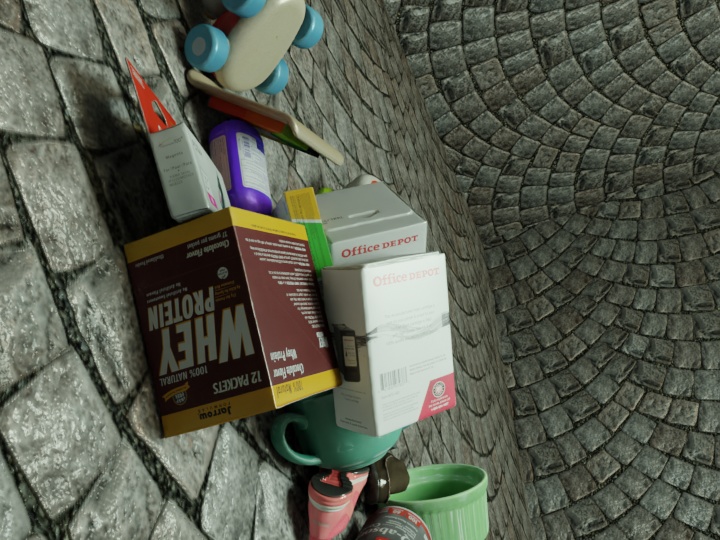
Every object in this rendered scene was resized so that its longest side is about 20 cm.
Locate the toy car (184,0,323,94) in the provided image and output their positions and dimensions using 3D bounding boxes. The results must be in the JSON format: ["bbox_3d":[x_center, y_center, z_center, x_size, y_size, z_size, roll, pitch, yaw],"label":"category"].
[{"bbox_3d":[-0.192,-0.390,1.043,0.201,0.177,0.184,49,21,19],"label":"toy car"}]

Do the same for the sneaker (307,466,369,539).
[{"bbox_3d":[-0.040,0.320,0.987,0.200,0.073,0.088,7,96,-79],"label":"sneaker"}]

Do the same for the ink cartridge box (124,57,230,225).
[{"bbox_3d":[-0.193,-0.126,0.793,0.200,0.043,0.176,95,-22,-83],"label":"ink cartridge box"}]

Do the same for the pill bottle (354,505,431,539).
[{"bbox_3d":[0.032,0.429,0.999,0.200,0.114,0.118,-22,95,-74],"label":"pill bottle"}]

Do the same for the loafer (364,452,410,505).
[{"bbox_3d":[0.045,0.326,1.131,0.200,0.070,0.074,29,63,-85],"label":"loafer"}]

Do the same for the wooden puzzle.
[{"bbox_3d":[-0.135,-0.212,1.017,0.038,0.198,0.185,-62,160,4],"label":"wooden puzzle"}]

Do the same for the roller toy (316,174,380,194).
[{"bbox_3d":[0.020,-0.079,1.319,0.199,0.139,0.184,17,43,-60],"label":"roller toy"}]

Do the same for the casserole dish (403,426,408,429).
[{"bbox_3d":[0.067,0.202,1.259,0.122,0.038,0.202,-95,174,-45],"label":"casserole dish"}]

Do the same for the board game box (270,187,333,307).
[{"bbox_3d":[-0.087,-0.013,0.974,0.200,0.040,0.156,151,-75,-71],"label":"board game box"}]

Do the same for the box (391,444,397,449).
[{"bbox_3d":[0.005,0.207,1.228,0.158,0.050,0.203,40,38,-62],"label":"box"}]

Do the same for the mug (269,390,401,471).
[{"bbox_3d":[-0.032,0.212,0.979,0.152,0.182,0.116,-166,-121,-81],"label":"mug"}]

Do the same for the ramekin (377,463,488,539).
[{"bbox_3d":[0.124,0.406,1.193,0.200,0.197,0.099,-7,88,-73],"label":"ramekin"}]

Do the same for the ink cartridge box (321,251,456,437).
[{"bbox_3d":[0.038,0.084,0.878,0.144,0.083,0.204,-10,97,-40],"label":"ink cartridge box"}]

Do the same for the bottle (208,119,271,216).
[{"bbox_3d":[-0.159,-0.100,0.957,0.083,0.064,0.203,26,50,-62],"label":"bottle"}]

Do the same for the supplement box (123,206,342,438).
[{"bbox_3d":[-0.132,0.056,0.783,0.197,0.131,0.203,7,68,-72],"label":"supplement box"}]

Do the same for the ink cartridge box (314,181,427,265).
[{"bbox_3d":[0.000,0.000,1.023,0.146,0.145,0.203,-129,-148,-52],"label":"ink cartridge box"}]
